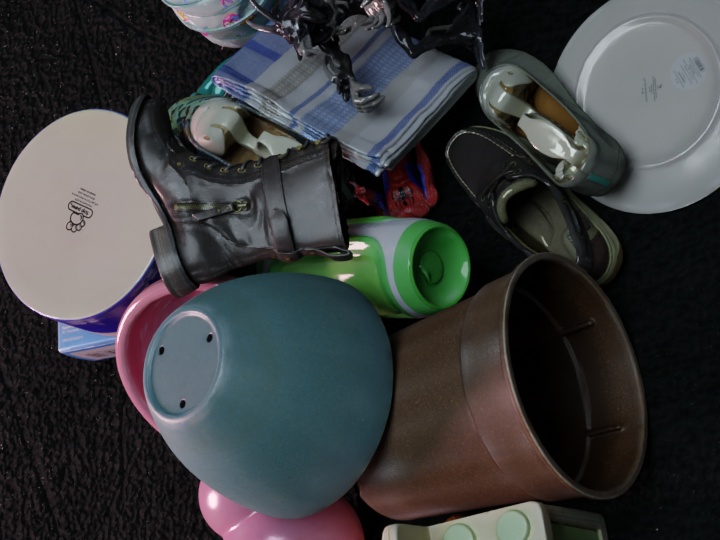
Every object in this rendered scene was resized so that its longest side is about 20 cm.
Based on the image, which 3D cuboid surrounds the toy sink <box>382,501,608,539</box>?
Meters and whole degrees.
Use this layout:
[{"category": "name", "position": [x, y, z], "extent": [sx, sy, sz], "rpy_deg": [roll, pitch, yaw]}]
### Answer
[{"category": "toy sink", "position": [0.120, 0.255, 1.538], "extent": [0.112, 0.200, 0.131], "rpy_deg": [-18, 70, 27]}]

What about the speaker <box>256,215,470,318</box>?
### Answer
[{"category": "speaker", "position": [0.000, 0.000, 1.704], "extent": [0.200, 0.088, 0.089], "rpy_deg": [-3, 78, 48]}]

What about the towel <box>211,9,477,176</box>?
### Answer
[{"category": "towel", "position": [-0.014, -0.169, 1.727], "extent": [0.200, 0.024, 0.147], "rpy_deg": [29, 60, 27]}]

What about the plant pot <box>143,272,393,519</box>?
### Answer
[{"category": "plant pot", "position": [-0.092, 0.087, 1.569], "extent": [0.200, 0.135, 0.200], "rpy_deg": [-17, 64, 39]}]

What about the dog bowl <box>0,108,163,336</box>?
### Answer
[{"category": "dog bowl", "position": [-0.234, -0.044, 1.808], "extent": [0.200, 0.079, 0.200], "rpy_deg": [-7, 75, 29]}]

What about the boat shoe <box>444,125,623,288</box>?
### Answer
[{"category": "boat shoe", "position": [0.139, -0.062, 1.671], "extent": [0.200, 0.065, 0.073], "rpy_deg": [41, 103, 31]}]

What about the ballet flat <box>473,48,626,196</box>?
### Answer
[{"category": "ballet flat", "position": [0.146, -0.133, 1.664], "extent": [0.200, 0.064, 0.067], "rpy_deg": [46, 115, 39]}]

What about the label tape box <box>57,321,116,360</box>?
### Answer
[{"category": "label tape box", "position": [-0.215, -0.024, 1.877], "extent": [0.143, 0.066, 0.200], "rpy_deg": [-11, 72, 28]}]

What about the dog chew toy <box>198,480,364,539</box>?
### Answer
[{"category": "dog chew toy", "position": [-0.082, 0.197, 1.702], "extent": [0.124, 0.125, 0.200], "rpy_deg": [-35, 77, 20]}]

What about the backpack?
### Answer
[{"category": "backpack", "position": [-0.134, -0.306, 1.847], "extent": [0.167, 0.127, 0.200], "rpy_deg": [-25, 68, 24]}]

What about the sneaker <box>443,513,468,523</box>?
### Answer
[{"category": "sneaker", "position": [0.061, 0.300, 1.642], "extent": [0.077, 0.073, 0.200], "rpy_deg": [1, 78, 41]}]

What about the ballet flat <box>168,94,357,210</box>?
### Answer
[{"category": "ballet flat", "position": [-0.091, -0.113, 1.735], "extent": [0.200, 0.074, 0.074], "rpy_deg": [24, 93, 18]}]

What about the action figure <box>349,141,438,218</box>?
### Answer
[{"category": "action figure", "position": [0.020, -0.119, 1.735], "extent": [0.065, 0.099, 0.200], "rpy_deg": [-19, 73, 9]}]

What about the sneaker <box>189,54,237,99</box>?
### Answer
[{"category": "sneaker", "position": [-0.108, -0.120, 1.817], "extent": [0.121, 0.084, 0.200], "rpy_deg": [15, 80, 27]}]

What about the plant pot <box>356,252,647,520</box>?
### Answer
[{"category": "plant pot", "position": [0.096, 0.109, 1.599], "extent": [0.198, 0.200, 0.201], "rpy_deg": [-20, 70, 35]}]

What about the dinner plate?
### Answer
[{"category": "dinner plate", "position": [0.244, -0.147, 1.651], "extent": [0.200, 0.024, 0.201], "rpy_deg": [-6, 77, 29]}]

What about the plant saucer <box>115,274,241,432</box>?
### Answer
[{"category": "plant saucer", "position": [-0.117, 0.081, 1.753], "extent": [0.200, 0.051, 0.201], "rpy_deg": [11, 125, 16]}]

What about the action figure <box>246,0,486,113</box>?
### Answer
[{"category": "action figure", "position": [0.007, -0.204, 1.663], "extent": [0.200, 0.119, 0.102], "rpy_deg": [-6, 49, -6]}]

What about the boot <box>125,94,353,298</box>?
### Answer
[{"category": "boot", "position": [-0.098, -0.079, 1.675], "extent": [0.174, 0.069, 0.200], "rpy_deg": [-19, 74, 11]}]
